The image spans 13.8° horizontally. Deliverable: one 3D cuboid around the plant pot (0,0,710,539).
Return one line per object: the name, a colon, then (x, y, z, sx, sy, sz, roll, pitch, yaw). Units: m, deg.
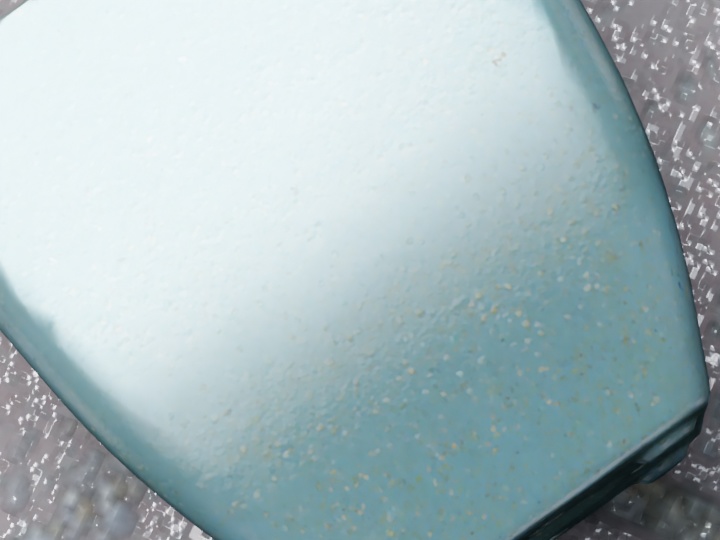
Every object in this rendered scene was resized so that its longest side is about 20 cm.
plant pot: (0.000, 0.000, 0.887, 0.196, 0.196, 0.200, -35, 80, -1)
